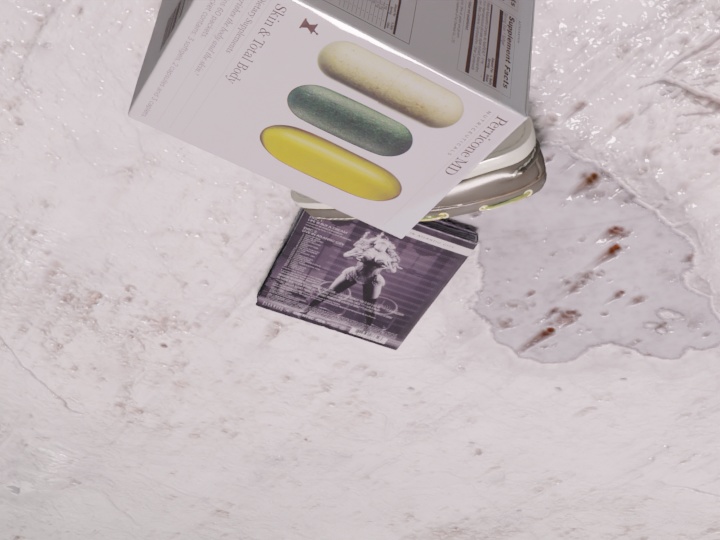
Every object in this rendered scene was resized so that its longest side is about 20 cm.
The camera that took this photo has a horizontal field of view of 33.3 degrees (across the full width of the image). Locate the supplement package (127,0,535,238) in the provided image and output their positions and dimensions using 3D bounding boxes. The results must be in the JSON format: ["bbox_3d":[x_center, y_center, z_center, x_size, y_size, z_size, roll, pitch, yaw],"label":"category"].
[{"bbox_3d":[-0.014,-0.150,0.749,0.198,0.152,0.152,23,143,-19],"label":"supplement package"}]

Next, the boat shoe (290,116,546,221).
[{"bbox_3d":[0.043,-0.067,0.925,0.199,0.073,0.061,-11,136,21],"label":"boat shoe"}]

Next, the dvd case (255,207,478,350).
[{"bbox_3d":[0.000,0.000,1.081,0.147,0.016,0.200,18,145,-11],"label":"dvd case"}]
